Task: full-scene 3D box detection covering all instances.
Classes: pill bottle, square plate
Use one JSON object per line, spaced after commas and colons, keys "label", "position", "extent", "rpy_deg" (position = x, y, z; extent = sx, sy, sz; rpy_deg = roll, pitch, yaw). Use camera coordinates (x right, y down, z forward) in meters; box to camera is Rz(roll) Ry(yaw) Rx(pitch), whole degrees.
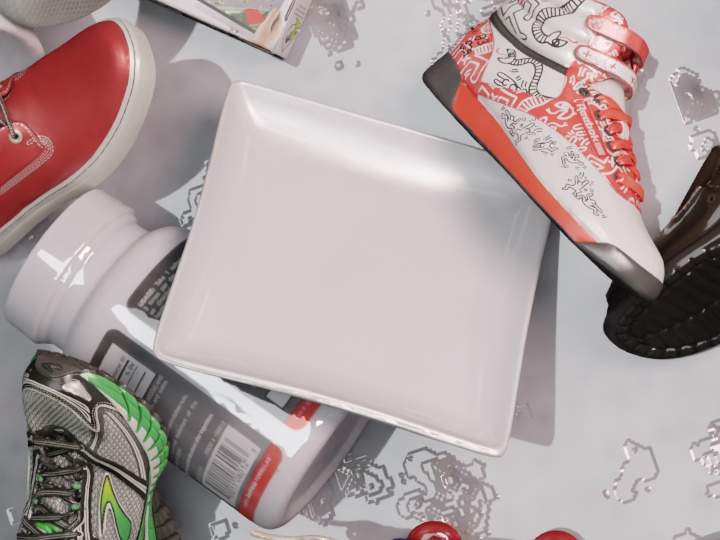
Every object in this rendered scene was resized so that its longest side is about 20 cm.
{"label": "pill bottle", "position": [-0.096, 0.047, 1.532], "extent": [0.200, 0.116, 0.116], "rpy_deg": [36, 94, 10]}
{"label": "square plate", "position": [0.000, 0.000, 1.500], "extent": [0.198, 0.028, 0.200], "rpy_deg": [16, 54, -3]}

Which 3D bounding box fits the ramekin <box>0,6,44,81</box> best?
{"label": "ramekin", "position": [-0.290, -0.129, 1.538], "extent": [0.200, 0.200, 0.098], "rpy_deg": [-26, 73, 9]}

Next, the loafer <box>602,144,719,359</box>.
{"label": "loafer", "position": [0.214, -0.029, 1.509], "extent": [0.200, 0.073, 0.071], "rpy_deg": [-41, 39, 13]}

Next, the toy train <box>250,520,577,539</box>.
{"label": "toy train", "position": [0.035, 0.206, 1.514], "extent": [0.200, 0.085, 0.116], "rpy_deg": [4, 102, 1]}

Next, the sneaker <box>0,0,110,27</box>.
{"label": "sneaker", "position": [-0.151, -0.218, 1.526], "extent": [0.080, 0.070, 0.200], "rpy_deg": [24, 63, 23]}

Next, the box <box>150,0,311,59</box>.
{"label": "box", "position": [-0.114, -0.214, 1.587], "extent": [0.200, 0.035, 0.110], "rpy_deg": [25, 92, 11]}

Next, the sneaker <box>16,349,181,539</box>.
{"label": "sneaker", "position": [-0.153, 0.127, 1.498], "extent": [0.078, 0.200, 0.085], "rpy_deg": [20, 49, 30]}

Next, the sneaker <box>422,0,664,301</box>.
{"label": "sneaker", "position": [0.129, -0.081, 1.495], "extent": [0.108, 0.067, 0.201], "rpy_deg": [-43, 57, 4]}

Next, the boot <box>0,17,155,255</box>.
{"label": "boot", "position": [-0.219, -0.078, 1.511], "extent": [0.200, 0.144, 0.072], "rpy_deg": [-40, 57, 32]}
